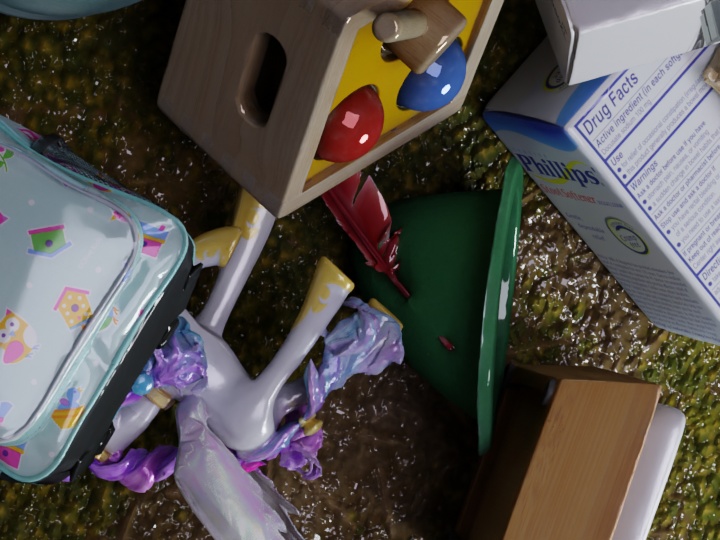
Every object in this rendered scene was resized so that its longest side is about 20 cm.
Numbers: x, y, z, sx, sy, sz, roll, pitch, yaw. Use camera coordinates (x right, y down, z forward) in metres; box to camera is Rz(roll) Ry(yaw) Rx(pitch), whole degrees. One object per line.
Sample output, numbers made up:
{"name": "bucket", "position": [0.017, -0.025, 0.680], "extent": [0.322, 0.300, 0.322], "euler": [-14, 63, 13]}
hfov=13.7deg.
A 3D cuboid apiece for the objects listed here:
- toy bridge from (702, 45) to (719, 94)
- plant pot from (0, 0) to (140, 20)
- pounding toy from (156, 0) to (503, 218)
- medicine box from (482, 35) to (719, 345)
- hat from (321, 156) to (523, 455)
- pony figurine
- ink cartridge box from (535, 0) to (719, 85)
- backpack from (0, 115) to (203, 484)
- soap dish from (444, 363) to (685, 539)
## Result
{"name": "toy bridge", "position": [0.273, -0.067, 1.778], "extent": [0.200, 0.027, 0.067], "euler": [33, 82, -28]}
{"name": "plant pot", "position": [-0.141, -0.229, 1.589], "extent": [0.200, 0.134, 0.200], "euler": [-5, 100, -27]}
{"name": "pounding toy", "position": [0.002, -0.136, 1.597], "extent": [0.184, 0.142, 0.200], "euler": [-33, 156, -38]}
{"name": "medicine box", "position": [0.209, -0.086, 1.815], "extent": [0.182, 0.103, 0.200], "euler": [-48, 115, -14]}
{"name": "hat", "position": [0.000, 0.000, 1.747], "extent": [0.176, 0.166, 0.200], "euler": [6, 76, 5]}
{"name": "pony figurine", "position": [-0.072, 0.078, 1.671], "extent": [0.193, 0.167, 0.200], "euler": [43, 91, 2]}
{"name": "ink cartridge box", "position": [0.189, -0.208, 1.710], "extent": [0.200, 0.084, 0.145], "euler": [-16, 71, -6]}
{"name": "backpack", "position": [-0.207, 0.001, 1.559], "extent": [0.200, 0.153, 0.176], "euler": [30, 87, 10]}
{"name": "soap dish", "position": [0.115, 0.130, 1.753], "extent": [0.081, 0.200, 0.157], "euler": [20, 89, -6]}
